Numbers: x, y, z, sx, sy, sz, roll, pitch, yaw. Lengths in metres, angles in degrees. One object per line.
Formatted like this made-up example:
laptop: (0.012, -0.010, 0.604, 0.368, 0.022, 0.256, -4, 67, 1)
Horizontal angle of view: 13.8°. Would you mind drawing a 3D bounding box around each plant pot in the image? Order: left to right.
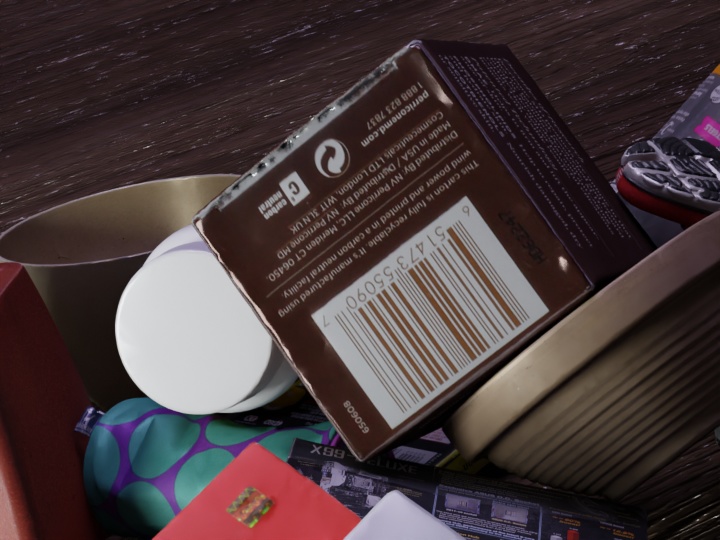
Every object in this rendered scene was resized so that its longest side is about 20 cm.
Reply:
plant pot: (-0.268, 0.100, 1.793, 0.199, 0.177, 0.200, -4, 17, 8)
plant pot: (-0.144, 0.027, 2.065, 0.200, 0.135, 0.200, -10, 15, 3)
plant pot: (0.149, 0.062, 1.618, 0.201, 0.093, 0.201, -35, -7, -5)

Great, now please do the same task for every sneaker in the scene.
sneaker: (0.219, -0.014, 1.737, 0.200, 0.085, 0.077, 20, 24, -37)

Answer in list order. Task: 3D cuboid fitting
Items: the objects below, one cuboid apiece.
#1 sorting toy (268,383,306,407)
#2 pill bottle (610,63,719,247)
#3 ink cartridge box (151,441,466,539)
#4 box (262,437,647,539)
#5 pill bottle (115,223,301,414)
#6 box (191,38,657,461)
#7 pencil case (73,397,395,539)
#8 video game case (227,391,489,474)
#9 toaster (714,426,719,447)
sorting toy: (0.000, 0.000, 1.945, 0.200, 0.107, 0.180, -14, 15, 16)
pill bottle: (0.209, -0.029, 1.842, 0.200, 0.116, 0.116, -48, 21, -3)
ink cartridge box: (-0.042, 0.176, 1.398, 0.173, 0.044, 0.200, 35, 55, 17)
box: (0.048, 0.152, 1.535, 0.199, 0.050, 0.158, 11, 17, 1)
pill bottle: (-0.070, 0.021, 1.762, 0.114, 0.115, 0.200, -7, 7, 15)
box: (0.041, -0.015, 1.643, 0.166, 0.164, 0.200, -38, -7, 15)
pencil case: (-0.074, 0.121, 1.775, 0.200, 0.085, 0.093, 4, 66, 38)
video game case: (0.019, 0.089, 1.875, 0.200, 0.026, 0.181, 8, 35, 45)
toaster: (0.307, 0.060, 1.672, 0.180, 0.119, 0.200, -16, 17, -12)
